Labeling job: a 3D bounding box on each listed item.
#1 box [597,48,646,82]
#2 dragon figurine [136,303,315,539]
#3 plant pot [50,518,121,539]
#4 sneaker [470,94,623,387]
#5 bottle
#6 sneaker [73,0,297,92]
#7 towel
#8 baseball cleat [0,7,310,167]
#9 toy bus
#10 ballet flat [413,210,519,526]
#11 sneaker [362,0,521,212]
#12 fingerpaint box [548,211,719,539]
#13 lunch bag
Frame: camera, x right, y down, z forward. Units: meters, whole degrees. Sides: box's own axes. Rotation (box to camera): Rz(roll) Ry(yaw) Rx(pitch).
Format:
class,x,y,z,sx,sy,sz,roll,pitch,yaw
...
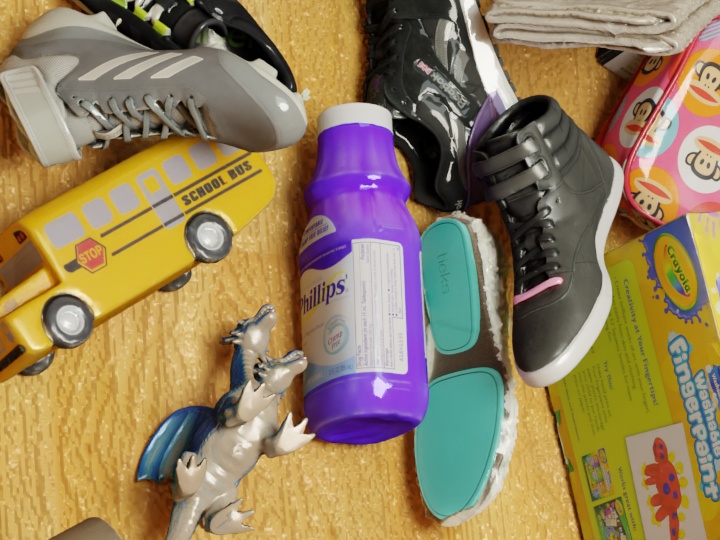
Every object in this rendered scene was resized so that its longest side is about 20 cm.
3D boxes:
class,x,y,z,sx,sy,sz,roll,pitch,yaw
box,0.280,-0.183,1.703,0.198,0.050,0.201,31,61,-20
dragon figurine,-0.087,0.110,1.372,0.059,0.099,0.200,38,77,-15
plant pot,-0.192,0.244,1.195,0.199,0.187,0.188,-19,83,-20
sneaker,0.102,-0.024,1.458,0.099,0.071,0.201,45,39,-28
bottle,0.000,0.000,1.448,0.065,0.083,0.201,8,70,-28
sneaker,-0.105,-0.157,1.429,0.200,0.083,0.072,40,84,-14
towel,0.167,-0.175,1.547,0.200,0.132,0.035,-40,132,-59
baseball cleat,-0.127,-0.087,1.366,0.107,0.199,0.070,-50,140,-29
toy bus,-0.140,-0.014,1.381,0.200,0.065,0.078,-32,90,-35
ballet flat,0.073,0.062,1.485,0.071,0.072,0.201,11,69,-27
sneaker,0.034,-0.133,1.526,0.087,0.076,0.201,-27,88,-29
fingerpaint box,0.199,0.083,1.486,0.073,0.167,0.201,-4,74,-35
lunch bag,0.269,-0.083,1.603,0.200,0.082,0.177,31,87,-18
